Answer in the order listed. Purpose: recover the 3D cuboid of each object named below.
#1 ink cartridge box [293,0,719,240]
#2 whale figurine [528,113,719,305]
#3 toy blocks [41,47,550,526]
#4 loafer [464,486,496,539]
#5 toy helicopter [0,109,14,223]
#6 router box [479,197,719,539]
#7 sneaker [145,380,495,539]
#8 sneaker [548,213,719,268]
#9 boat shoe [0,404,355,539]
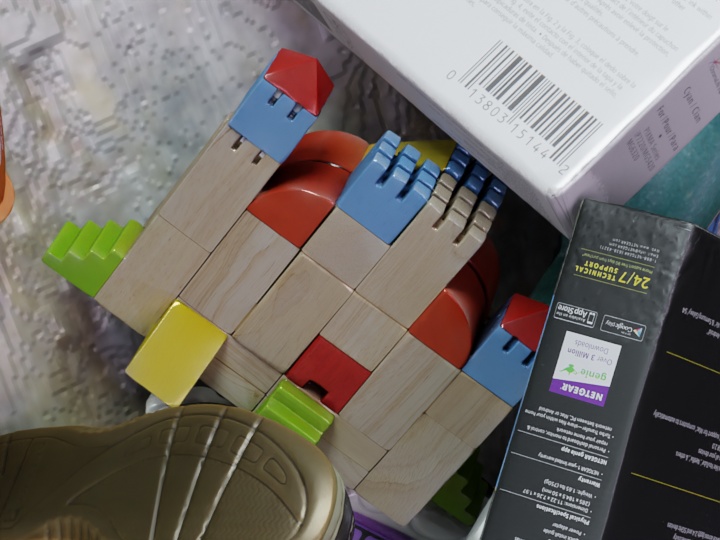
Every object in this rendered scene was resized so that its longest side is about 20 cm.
[{"bbox_3d":[0.073,-0.133,1.021,0.176,0.200,0.045,-44,147,-4],"label":"ink cartridge box"},{"bbox_3d":[0.109,-0.066,1.073,0.158,0.104,0.201,8,81,10],"label":"whale figurine"},{"bbox_3d":[0.000,0.000,1.046,0.200,0.100,0.137,37,123,-6],"label":"toy blocks"},{"bbox_3d":[0.072,0.126,1.066,0.200,0.070,0.075,-48,151,-24],"label":"loafer"},{"bbox_3d":[-0.163,-0.018,1.011,0.078,0.133,0.201,-4,130,-2],"label":"toy helicopter"},{"bbox_3d":[0.125,0.070,1.013,0.200,0.051,0.150,22,84,-55],"label":"router box"},{"bbox_3d":[-0.008,0.110,1.129,0.200,0.081,0.084,29,105,-25],"label":"sneaker"},{"bbox_3d":[0.123,-0.034,1.157,0.066,0.078,0.201,17,83,15],"label":"sneaker"},{"bbox_3d":[-0.074,0.095,1.042,0.065,0.199,0.073,44,59,-40],"label":"boat shoe"}]
